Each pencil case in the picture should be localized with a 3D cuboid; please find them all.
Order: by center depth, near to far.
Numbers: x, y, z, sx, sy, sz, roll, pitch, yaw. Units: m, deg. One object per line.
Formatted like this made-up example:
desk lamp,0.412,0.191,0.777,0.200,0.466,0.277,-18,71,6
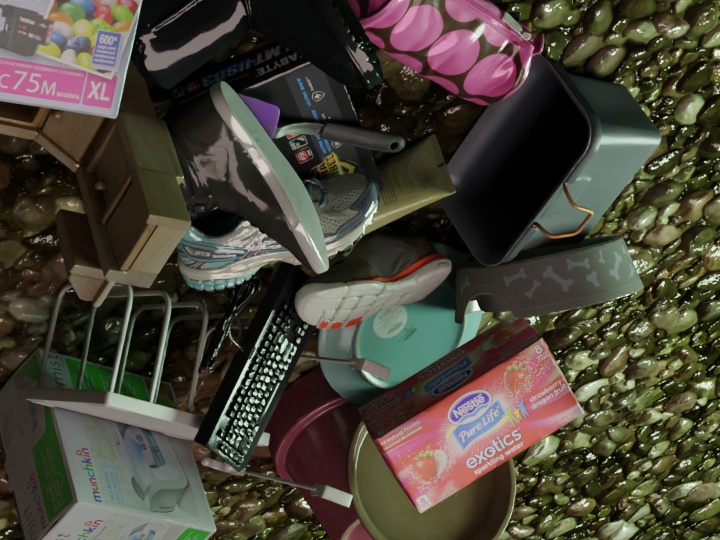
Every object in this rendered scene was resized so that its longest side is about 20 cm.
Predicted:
pencil case,0.068,-0.221,1.506,0.094,0.091,0.200,-12,156,43

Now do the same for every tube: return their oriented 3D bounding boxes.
tube,-0.003,-0.059,1.676,0.200,0.058,0.052,-28,-176,13

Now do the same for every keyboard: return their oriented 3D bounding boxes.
keyboard,-0.104,0.082,1.644,0.127,0.021,0.200,43,65,-44

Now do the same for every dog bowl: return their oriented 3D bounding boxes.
dog bowl,0.190,0.008,1.776,0.200,0.059,0.200,-12,-176,1

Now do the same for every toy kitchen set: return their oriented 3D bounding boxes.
toy kitchen set,-0.271,-0.068,1.426,0.180,0.200,0.163,10,131,-34

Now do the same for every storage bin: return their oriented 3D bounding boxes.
storage bin,0.199,-0.099,1.682,0.134,0.146,0.200,-2,139,-39

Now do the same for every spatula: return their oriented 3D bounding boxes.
spatula,-0.047,-0.125,1.539,0.200,0.021,0.057,3,127,-30

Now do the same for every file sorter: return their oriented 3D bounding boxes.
file sorter,-0.198,0.091,1.684,0.200,0.125,0.139,19,166,-41

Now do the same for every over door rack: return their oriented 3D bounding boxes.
over door rack,-0.077,0.146,1.744,0.067,0.200,0.148,27,76,-44

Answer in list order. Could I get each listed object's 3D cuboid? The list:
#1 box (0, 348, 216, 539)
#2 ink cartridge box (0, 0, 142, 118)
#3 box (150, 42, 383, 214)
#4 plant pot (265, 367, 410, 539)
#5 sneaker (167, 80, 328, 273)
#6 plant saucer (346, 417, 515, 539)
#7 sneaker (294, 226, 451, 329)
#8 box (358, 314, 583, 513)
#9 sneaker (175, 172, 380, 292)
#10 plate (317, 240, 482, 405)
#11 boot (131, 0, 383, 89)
box,-0.265,0.199,1.748,0.176,0.200,0.097,21,124,-40
ink cartridge box,-0.228,-0.224,1.329,0.119,0.042,0.200,7,106,-26
box,-0.097,-0.112,1.586,0.198,0.050,0.200,-23,141,-1
plant pot,0.011,0.223,1.927,0.200,0.179,0.200,-14,141,-12
sneaker,-0.109,-0.064,1.506,0.099,0.071,0.200,-28,116,13
plant saucer,0.073,0.221,1.830,0.200,0.200,0.029,-1,164,-25
sneaker,0.000,0.000,1.714,0.200,0.082,0.077,-12,152,-45
box,0.111,0.143,1.745,0.200,0.095,0.100,-31,109,-1
sneaker,-0.078,-0.049,1.571,0.200,0.078,0.086,-23,132,-4
plate,0.049,0.063,1.825,0.200,0.026,0.200,-14,123,-23
boot,-0.099,-0.197,1.409,0.168,0.076,0.200,-33,104,13
